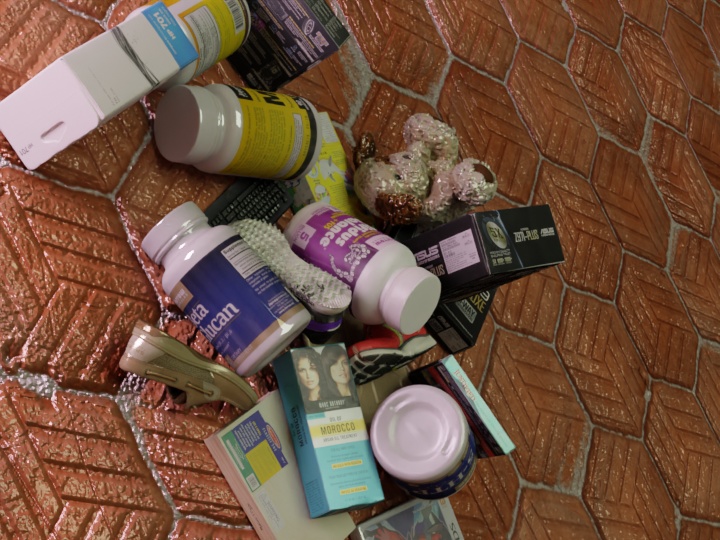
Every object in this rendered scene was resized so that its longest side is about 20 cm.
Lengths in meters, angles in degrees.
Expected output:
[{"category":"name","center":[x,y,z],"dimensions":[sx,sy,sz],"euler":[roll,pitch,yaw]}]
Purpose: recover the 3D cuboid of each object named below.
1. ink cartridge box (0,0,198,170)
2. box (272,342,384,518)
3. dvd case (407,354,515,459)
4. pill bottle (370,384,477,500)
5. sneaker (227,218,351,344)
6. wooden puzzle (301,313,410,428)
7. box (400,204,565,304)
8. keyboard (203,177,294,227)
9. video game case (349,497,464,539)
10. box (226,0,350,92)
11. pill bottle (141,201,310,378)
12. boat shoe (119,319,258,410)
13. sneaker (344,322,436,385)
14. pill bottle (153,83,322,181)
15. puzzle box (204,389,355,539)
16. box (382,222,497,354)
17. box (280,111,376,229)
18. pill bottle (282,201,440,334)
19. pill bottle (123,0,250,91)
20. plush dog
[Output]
[{"category":"ink cartridge box","center":[-0.301,-0.212,1.562],"dimensions":[0.086,0.146,0.200],"euler":[57,37,-10]},{"category":"box","center":[-0.039,0.192,1.657],"dimensions":[0.082,0.049,0.201],"euler":[-5,72,-33]},{"category":"dvd case","center":[0.126,0.185,1.807],"dimensions":[0.022,0.200,0.146],"euler":[-34,88,-18]},{"category":"pill bottle","center":[0.086,0.225,1.727],"dimensions":[0.200,0.119,0.120],"euler":[60,18,-68]},{"category":"sneaker","center":[-0.103,0.022,1.684],"dimensions":[0.200,0.100,0.069],"euler":[39,45,25]},{"category":"wooden puzzle","center":[-0.013,0.118,1.802],"dimensions":[0.185,0.046,0.201],"euler":[2,62,-50]},{"category":"box","center":[0.146,-0.016,1.859],"dimensions":[0.163,0.200,0.087],"euler":[-8,79,-44]},{"category":"keyboard","center":[-0.137,-0.051,1.770],"dimensions":[0.127,0.021,0.200],"euler":[54,38,-12]},{"category":"video game case","center":[0.081,0.389,1.764],"dimensions":[0.200,0.023,0.183],"euler":[-13,79,-53]},{"category":"box","center":[-0.134,-0.348,1.836],"dimensions":[0.200,0.160,0.044],"euler":[51,38,-15]},{"category":"pill bottle","center":[-0.162,0.019,1.604],"dimensions":[0.200,0.111,0.111],"euler":[47,37,5]},{"category":"boat shoe","center":[-0.197,0.123,1.563],"dimensions":[0.200,0.071,0.065],"euler":[37,78,-43]},{"category":"sneaker","center":[0.022,0.091,1.773],"dimensions":[0.085,0.077,0.200],"euler":[58,24,10]},{"category":"pill bottle","center":[-0.155,-0.176,1.740],"dimensions":[0.199,0.114,0.115],"euler":[2,67,-46]},{"category":"puzzle box","center":[-0.093,0.255,1.633],"dimensions":[0.133,0.025,0.201],"euler":[-33,95,-53]},{"category":"box","center":[0.112,0.001,2.013],"dimensions":[0.200,0.050,0.158],"euler":[49,39,-17]},{"category":"box","center":[-0.052,-0.116,1.890],"dimensions":[0.117,0.048,0.201],"euler":[-17,80,-54]},{"category":"pill bottle","center":[0.000,0.000,1.737],"dimensions":[0.200,0.113,0.112],"euler":[29,25,29]},{"category":"pill bottle","center":[-0.229,-0.296,1.731],"dimensions":[0.109,0.109,0.200],"euler":[56,37,-9]},{"category":"plush dog","center":[0.068,-0.117,1.912],"dimensions":[0.171,0.161,0.200],"euler":[2,35,-31]}]
